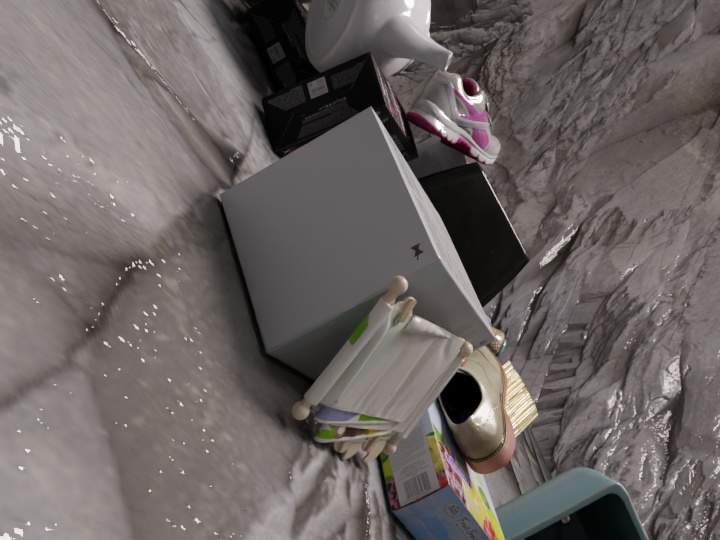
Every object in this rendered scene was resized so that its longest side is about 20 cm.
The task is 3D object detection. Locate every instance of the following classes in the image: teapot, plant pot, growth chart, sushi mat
[{"bbox_3d":[0.024,-0.326,1.015,0.144,0.196,0.204,13,71,-28],"label":"teapot"},{"bbox_3d":[0.254,0.366,0.996,0.199,0.194,0.200,63,1,-3],"label":"plant pot"},{"bbox_3d":[0.023,0.091,0.621,0.018,0.145,0.200,43,3,31],"label":"growth chart"},{"bbox_3d":[0.185,0.214,1.127,0.199,0.012,0.097,-29,89,-43],"label":"sushi mat"},{"bbox_3d":[0.113,-0.040,1.040,0.202,0.175,0.200,60,11,-4],"label":"plant pot"}]

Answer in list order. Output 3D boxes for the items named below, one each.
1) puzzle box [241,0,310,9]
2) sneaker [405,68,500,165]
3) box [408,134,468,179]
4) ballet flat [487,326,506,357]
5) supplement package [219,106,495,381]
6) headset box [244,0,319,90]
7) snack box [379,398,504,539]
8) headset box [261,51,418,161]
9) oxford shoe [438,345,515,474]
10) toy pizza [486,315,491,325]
[{"bbox_3d":[-0.091,-0.420,1.109,0.133,0.196,0.026,28,60,-72],"label":"puzzle box"},{"bbox_3d":[0.144,-0.207,1.057,0.081,0.089,0.199,32,8,31],"label":"sneaker"},{"bbox_3d":[0.074,-0.130,1.218,0.099,0.197,0.124,62,11,-3],"label":"box"},{"bbox_3d":[0.161,0.117,1.269,0.065,0.071,0.200,37,-28,-10],"label":"ballet flat"},{"bbox_3d":[0.004,0.000,0.681,0.200,0.150,0.153,45,20,-60],"label":"supplement package"},{"bbox_3d":[-0.081,-0.310,1.172,0.151,0.074,0.200,64,10,5],"label":"headset box"},{"bbox_3d":[0.076,0.196,0.813,0.170,0.067,0.202,56,11,-37],"label":"snack box"},{"bbox_3d":[-0.017,-0.175,1.000,0.200,0.146,0.076,36,36,-70],"label":"headset box"},{"bbox_3d":[0.113,0.115,0.824,0.074,0.070,0.201,54,12,-27],"label":"oxford shoe"},{"bbox_3d":[0.123,0.050,1.285,0.198,0.032,0.200,29,-4,2],"label":"toy pizza"}]
